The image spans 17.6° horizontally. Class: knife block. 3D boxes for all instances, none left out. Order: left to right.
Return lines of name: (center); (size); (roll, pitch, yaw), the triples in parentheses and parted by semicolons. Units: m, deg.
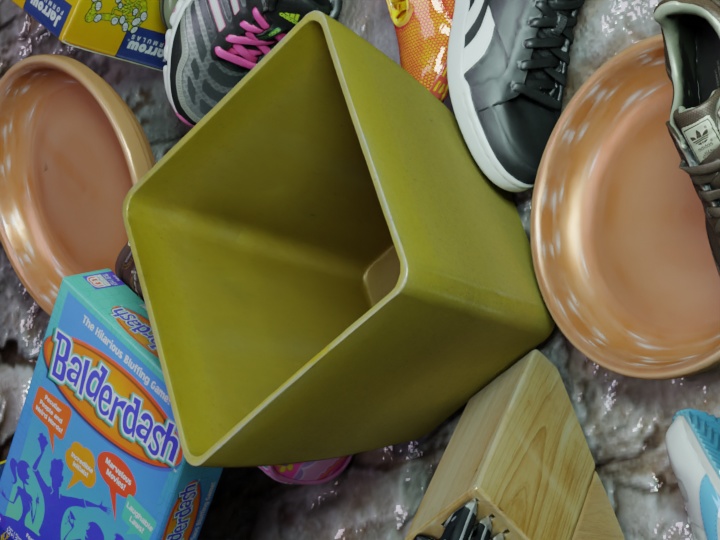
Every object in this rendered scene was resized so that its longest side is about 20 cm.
knife block: (0.067, 0.135, 1.313); (0.064, 0.175, 0.201); (-39, 56, 31)

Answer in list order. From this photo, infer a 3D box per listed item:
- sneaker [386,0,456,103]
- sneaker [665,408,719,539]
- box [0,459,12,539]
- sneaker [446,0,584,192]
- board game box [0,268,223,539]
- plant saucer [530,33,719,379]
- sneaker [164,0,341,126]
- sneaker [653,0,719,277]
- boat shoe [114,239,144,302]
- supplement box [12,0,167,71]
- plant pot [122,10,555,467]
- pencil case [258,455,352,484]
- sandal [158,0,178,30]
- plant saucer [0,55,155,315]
sneaker: (0.032, -0.197, 1.482); (0.073, 0.076, 0.202); (143, 129, -61)
sneaker: (0.207, 0.163, 1.239); (0.081, 0.076, 0.201); (-46, 51, 31)
box: (-0.199, 0.160, 1.654); (0.199, 0.064, 0.071); (-20, 68, 40)
sneaker: (0.112, -0.157, 1.402); (0.111, 0.073, 0.202); (-21, 66, 42)
board game box: (-0.163, 0.125, 1.531); (0.152, 0.045, 0.201); (39, 122, 32)
plant saucer: (0.183, -0.036, 1.332); (0.199, 0.037, 0.202); (-12, 73, 42)
sneaker: (-0.064, -0.179, 1.573); (0.201, 0.073, 0.087); (-59, 41, 12)
sneaker: (0.195, -0.056, 1.245); (0.070, 0.075, 0.202); (-29, 61, 37)
boat shoe: (-0.090, -0.062, 1.553); (0.200, 0.070, 0.070); (-49, 40, -11)
supplement box: (-0.162, -0.263, 1.675); (0.109, 0.109, 0.201); (38, 109, 43)
plant pot: (0.000, 0.000, 1.404); (0.200, 0.176, 0.201); (-41, 50, 31)
pencil case: (-0.083, 0.069, 1.544); (0.200, 0.087, 0.088); (33, 105, 44)
sandal: (-0.083, -0.250, 1.620); (0.057, 0.079, 0.203); (32, 113, 49)
plant saucer: (-0.203, -0.057, 1.674); (0.199, 0.037, 0.202); (22, 119, 45)
